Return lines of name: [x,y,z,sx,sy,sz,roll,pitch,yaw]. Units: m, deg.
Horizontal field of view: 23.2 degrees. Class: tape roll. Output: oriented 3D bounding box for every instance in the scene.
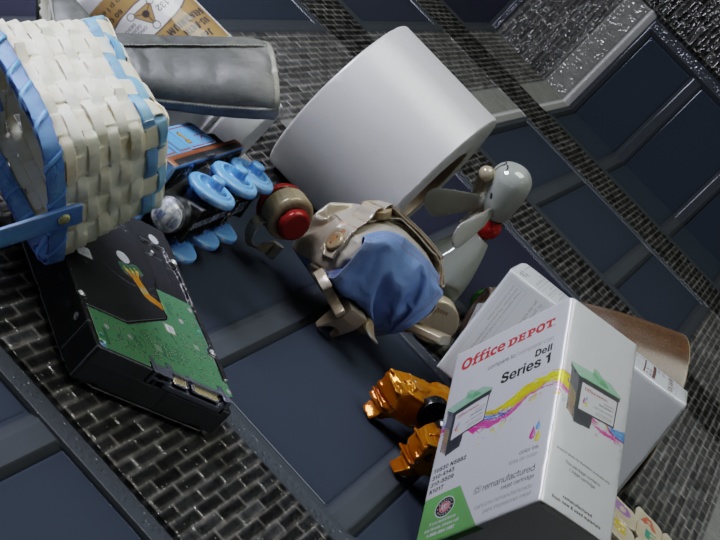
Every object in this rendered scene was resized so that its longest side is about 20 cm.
tape roll: [0.024,-0.133,1.815,0.139,0.203,0.203,46,17,5]

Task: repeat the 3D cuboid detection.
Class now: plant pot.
plant pot: [0.194,0.101,1.751,0.199,0.187,0.187,27,20,-6]

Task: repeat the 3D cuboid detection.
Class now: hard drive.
hard drive: [-0.176,0.021,1.283,0.139,0.038,0.200,28,24,-43]

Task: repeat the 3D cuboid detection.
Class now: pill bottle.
pill bottle: [-0.173,-0.192,1.643,0.200,0.114,0.114,45,17,0]

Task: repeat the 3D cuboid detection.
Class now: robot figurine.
robot figurine: [0.097,0.161,1.552,0.200,0.058,0.145,29,24,-39]

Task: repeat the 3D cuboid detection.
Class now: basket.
basket: [-0.240,-0.084,1.199,0.199,0.140,0.177,-12,51,-24]

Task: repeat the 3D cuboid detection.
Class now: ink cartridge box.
ink cartridge box: [0.136,0.141,1.417,0.084,0.145,0.201,36,47,-24]

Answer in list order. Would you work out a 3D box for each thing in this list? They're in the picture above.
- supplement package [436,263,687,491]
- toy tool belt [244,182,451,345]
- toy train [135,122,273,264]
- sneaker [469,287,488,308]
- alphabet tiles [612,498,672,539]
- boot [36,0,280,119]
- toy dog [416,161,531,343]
supplement package: [0.188,0.100,1.615,0.200,0.117,0.117,39,9,6]
toy tool belt: [0.000,0.000,1.590,0.200,0.125,0.123,31,15,-44]
toy train: [-0.150,-0.075,1.489,0.114,0.087,0.200,40,17,5]
sneaker: [0.188,0.095,1.907,0.200,0.078,0.085,44,22,28]
alphabet tiles: [0.318,0.313,1.784,0.200,0.015,0.196,45,17,0]
boot: [-0.180,-0.195,1.542,0.199,0.073,0.182,-8,52,-13]
toy dog: [0.082,-0.031,1.775,0.096,0.201,0.132,25,-2,-22]
